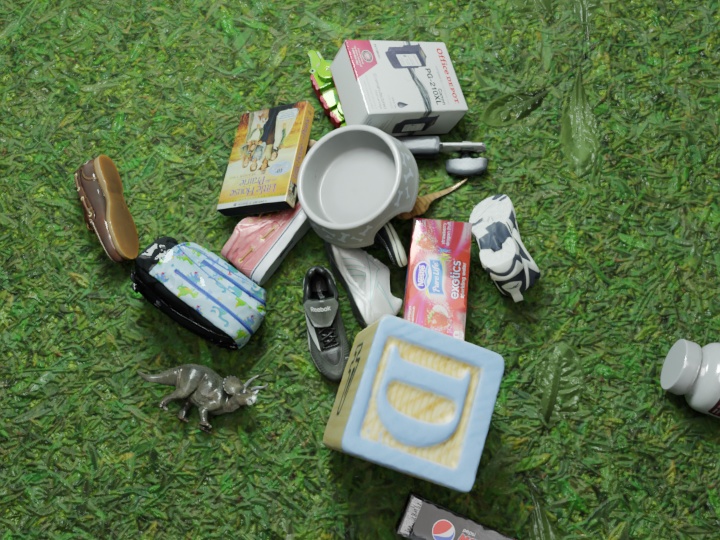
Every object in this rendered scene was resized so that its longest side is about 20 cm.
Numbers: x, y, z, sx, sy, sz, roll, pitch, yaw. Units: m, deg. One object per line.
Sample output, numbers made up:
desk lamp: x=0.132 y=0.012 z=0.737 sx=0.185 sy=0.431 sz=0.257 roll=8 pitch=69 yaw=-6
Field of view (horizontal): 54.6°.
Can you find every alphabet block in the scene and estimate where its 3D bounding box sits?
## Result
alphabet block: x=0.071 y=0.195 z=1.023 sx=0.195 sy=0.200 sz=0.197 roll=21 pitch=75 yaw=-4

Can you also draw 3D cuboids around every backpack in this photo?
backpack: x=-0.249 y=0.041 z=1.116 sx=0.154 sy=0.163 sz=0.200 roll=-40 pitch=84 yaw=-24

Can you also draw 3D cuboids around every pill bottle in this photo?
pill bottle: x=0.580 y=0.180 z=1.076 sx=0.200 sy=0.113 sz=0.113 roll=20 pitch=76 yaw=6

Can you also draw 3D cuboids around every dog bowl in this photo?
dog bowl: x=-0.010 y=-0.139 z=1.100 sx=0.200 sy=0.059 sz=0.200 roll=-6 pitch=72 yaw=20

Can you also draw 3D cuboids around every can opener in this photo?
can opener: x=0.122 y=-0.199 z=1.222 sx=0.200 sy=0.053 sz=0.067 roll=-1 pitch=83 yaw=4

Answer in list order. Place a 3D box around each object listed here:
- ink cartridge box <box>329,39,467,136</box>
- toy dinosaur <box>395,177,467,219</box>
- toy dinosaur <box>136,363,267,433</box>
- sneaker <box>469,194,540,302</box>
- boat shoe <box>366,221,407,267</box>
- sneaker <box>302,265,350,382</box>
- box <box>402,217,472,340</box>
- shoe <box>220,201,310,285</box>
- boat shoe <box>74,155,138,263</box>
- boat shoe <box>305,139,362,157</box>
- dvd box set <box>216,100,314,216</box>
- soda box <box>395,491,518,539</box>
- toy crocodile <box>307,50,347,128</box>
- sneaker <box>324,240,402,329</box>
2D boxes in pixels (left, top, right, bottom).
ink cartridge box: x=0.067 y=-0.313 z=1.202 sx=0.200 sy=0.084 sz=0.145 roll=-9 pitch=73 yaw=-27
toy dinosaur: x=0.094 y=-0.112 z=1.188 sx=0.106 sy=0.200 sz=0.060 roll=12 pitch=117 yaw=28
toy dinosaur: x=-0.257 y=0.195 z=1.122 sx=0.200 sy=0.077 sz=0.102 roll=20 pitch=64 yaw=12
sneaker: x=0.244 y=-0.029 z=1.167 sx=0.079 sy=0.130 sz=0.199 roll=-22 pitch=35 yaw=13
boat shoe: x=0.015 y=-0.072 z=1.165 sx=0.062 sy=0.075 sz=0.200 roll=-33 pitch=57 yaw=-3
sneaker: x=-0.060 y=0.081 z=1.129 sx=0.066 sy=0.091 sz=0.200 roll=-11 pitch=75 yaw=-1
box: x=0.123 y=0.024 z=1.138 sx=0.100 sy=0.095 sz=0.200 roll=6 pitch=75 yaw=4
shoe: x=-0.146 y=-0.078 z=1.185 sx=0.091 sy=0.071 sz=0.200 roll=36 pitch=82 yaw=7
boat shoe: x=-0.438 y=-0.098 z=1.197 sx=0.070 sy=0.070 sz=0.200 roll=-25 pitch=70 yaw=13
boat shoe: x=-0.043 y=-0.185 z=1.203 sx=0.200 sy=0.070 sz=0.070 roll=5 pitch=83 yaw=25
dvd box set: x=-0.162 y=-0.191 z=1.195 sx=0.146 sy=0.029 sz=0.200 roll=-3 pitch=64 yaw=29
soda box: x=0.155 y=0.402 z=1.045 sx=0.200 sy=0.071 sz=0.063 roll=23 pitch=77 yaw=8
toy crocodile: x=-0.050 y=-0.308 z=1.249 sx=0.062 sy=0.068 sz=0.200 roll=-26 pitch=76 yaw=-6
sneaker: x=0.000 y=0.000 z=1.168 sx=0.080 sy=0.070 sz=0.200 roll=-25 pitch=83 yaw=-11
